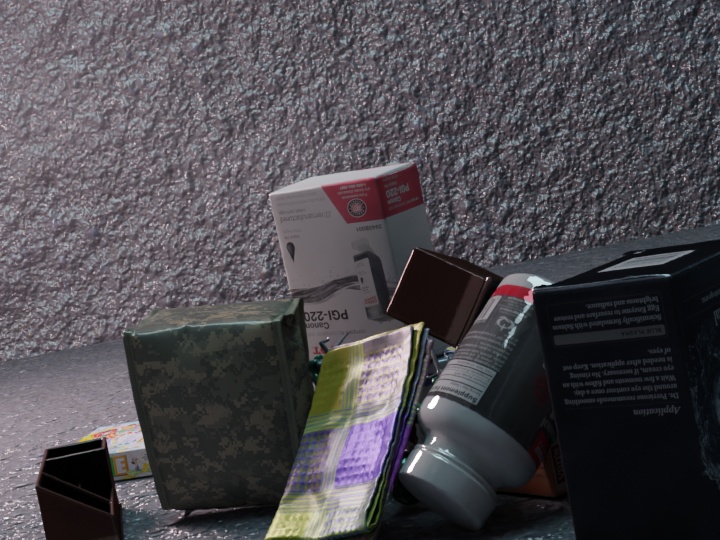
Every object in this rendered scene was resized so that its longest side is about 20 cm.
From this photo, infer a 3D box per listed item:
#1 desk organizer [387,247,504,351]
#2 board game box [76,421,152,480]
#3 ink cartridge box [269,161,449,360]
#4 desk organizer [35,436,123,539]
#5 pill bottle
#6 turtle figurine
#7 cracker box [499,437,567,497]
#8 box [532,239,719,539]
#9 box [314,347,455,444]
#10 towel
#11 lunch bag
[{"bbox_3d":[0.099,0.030,1.251,0.077,0.072,0.200,25,5,18],"label":"desk organizer"},{"bbox_3d":[-0.291,0.223,1.632,0.133,0.034,0.200,-9,4,7],"label":"board game box"},{"bbox_3d":[0.000,0.000,1.369,0.145,0.201,0.085,-6,12,35],"label":"ink cartridge box"},{"bbox_3d":[-0.277,0.224,1.292,0.071,0.078,0.200,-11,4,-11],"label":"desk organizer"},{"bbox_3d":[0.117,0.111,1.096,0.201,0.111,0.111,-55,22,-18],"label":"pill bottle"},{"bbox_3d":[0.025,0.135,1.248,0.149,0.101,0.200,-4,32,9],"label":"turtle figurine"},{"bbox_3d":[0.197,0.154,1.230,0.199,0.058,0.134,-14,6,-38],"label":"cracker box"},{"bbox_3d":[0.241,0.089,1.017,0.117,0.202,0.196,-8,5,35],"label":"box"},{"bbox_3d":[0.056,0.140,1.433,0.199,0.106,0.184,-10,5,-11],"label":"box"},{"bbox_3d":[-0.011,0.143,1.127,0.023,0.201,0.143,35,-32,-30],"label":"towel"},{"bbox_3d":[-0.127,0.138,1.282,0.163,0.202,0.118,-5,10,11],"label":"lunch bag"}]
